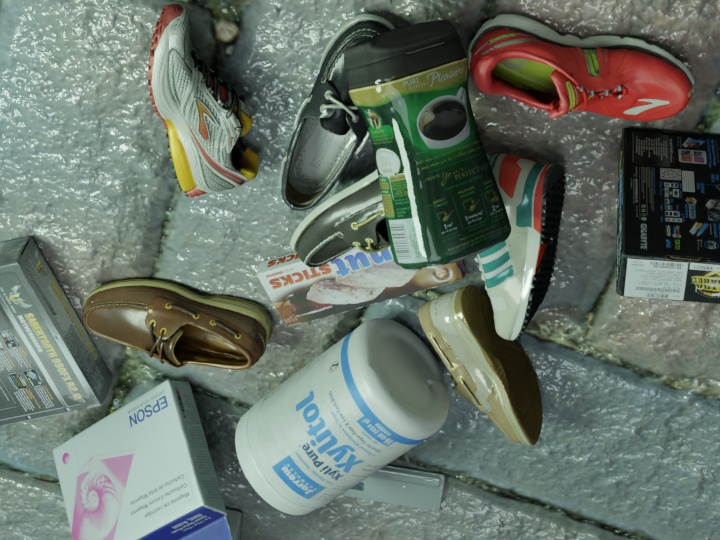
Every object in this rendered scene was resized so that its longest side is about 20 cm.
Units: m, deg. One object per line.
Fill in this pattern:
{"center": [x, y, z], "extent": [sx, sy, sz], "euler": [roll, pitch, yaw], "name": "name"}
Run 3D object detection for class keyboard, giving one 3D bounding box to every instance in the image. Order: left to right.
{"center": [-0.006, 0.233, 1.662], "extent": [0.198, 0.011, 0.057], "euler": [9, 132, 4], "name": "keyboard"}

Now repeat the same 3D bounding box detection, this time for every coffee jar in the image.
{"center": [0.056, -0.109, 1.280], "extent": [0.085, 0.104, 0.202], "euler": [3, 110, 61], "name": "coffee jar"}

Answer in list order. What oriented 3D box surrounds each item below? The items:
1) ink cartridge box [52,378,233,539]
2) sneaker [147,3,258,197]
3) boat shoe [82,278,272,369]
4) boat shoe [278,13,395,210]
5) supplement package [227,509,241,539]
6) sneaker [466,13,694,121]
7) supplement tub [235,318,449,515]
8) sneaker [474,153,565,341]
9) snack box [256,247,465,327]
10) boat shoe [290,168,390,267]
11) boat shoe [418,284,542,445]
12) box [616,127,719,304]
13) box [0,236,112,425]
{"center": [-0.238, 0.248, 1.613], "extent": [0.196, 0.201, 0.043], "euler": [-31, 155, 28], "name": "ink cartridge box"}
{"center": [-0.141, -0.158, 1.362], "extent": [0.081, 0.078, 0.201], "euler": [-5, 135, 9], "name": "sneaker"}
{"center": [-0.193, 0.060, 1.529], "extent": [0.198, 0.068, 0.072], "euler": [9, 128, 4], "name": "boat shoe"}
{"center": [-0.023, -0.139, 1.353], "extent": [0.073, 0.061, 0.201], "euler": [27, 126, -8], "name": "boat shoe"}
{"center": [-0.208, 0.382, 1.742], "extent": [0.116, 0.117, 0.201], "euler": [8, 127, 4], "name": "supplement package"}
{"center": [0.187, -0.157, 1.285], "extent": [0.198, 0.085, 0.077], "euler": [11, 128, 3], "name": "sneaker"}
{"center": [-0.019, 0.151, 1.525], "extent": [0.132, 0.132, 0.200], "euler": [40, 123, -19], "name": "supplement tub"}
{"center": [0.134, -0.027, 1.415], "extent": [0.093, 0.070, 0.201], "euler": [20, 132, 18], "name": "sneaker"}
{"center": [0.000, 0.000, 1.476], "extent": [0.198, 0.024, 0.072], "euler": [-16, 121, 21], "name": "snack box"}
{"center": [0.016, -0.053, 1.394], "extent": [0.201, 0.071, 0.061], "euler": [-36, 71, 30], "name": "boat shoe"}
{"center": [0.122, 0.098, 1.504], "extent": [0.069, 0.074, 0.201], "euler": [-11, 123, 32], "name": "boat shoe"}
{"center": [0.319, -0.046, 1.271], "extent": [0.197, 0.201, 0.050], "euler": [6, 128, 5], "name": "box"}
{"center": [-0.378, 0.070, 1.585], "extent": [0.157, 0.049, 0.201], "euler": [-13, 123, 19], "name": "box"}
